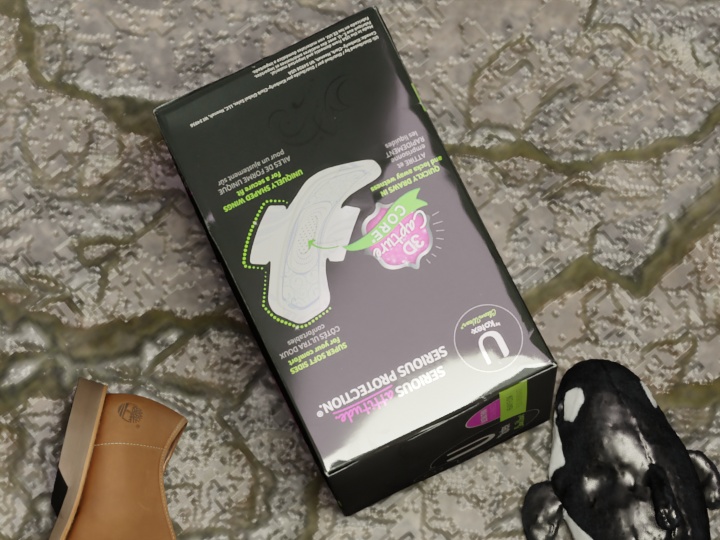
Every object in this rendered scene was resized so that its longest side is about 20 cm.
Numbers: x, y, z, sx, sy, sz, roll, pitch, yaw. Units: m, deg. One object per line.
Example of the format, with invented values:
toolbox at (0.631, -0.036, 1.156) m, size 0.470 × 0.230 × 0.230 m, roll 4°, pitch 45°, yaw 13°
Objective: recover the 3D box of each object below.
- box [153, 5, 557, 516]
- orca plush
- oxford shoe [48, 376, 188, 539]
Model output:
box at (0.000, 0.000, 1.385) m, size 0.124 × 0.149 × 0.200 m, roll -25°, pitch 76°, yaw -2°
orca plush at (0.136, 0.136, 1.403) m, size 0.105 × 0.071 × 0.200 m, roll 6°, pitch 73°, yaw -4°
oxford shoe at (-0.126, 0.154, 1.377) m, size 0.071 × 0.071 × 0.200 m, roll 13°, pitch 72°, yaw -7°
